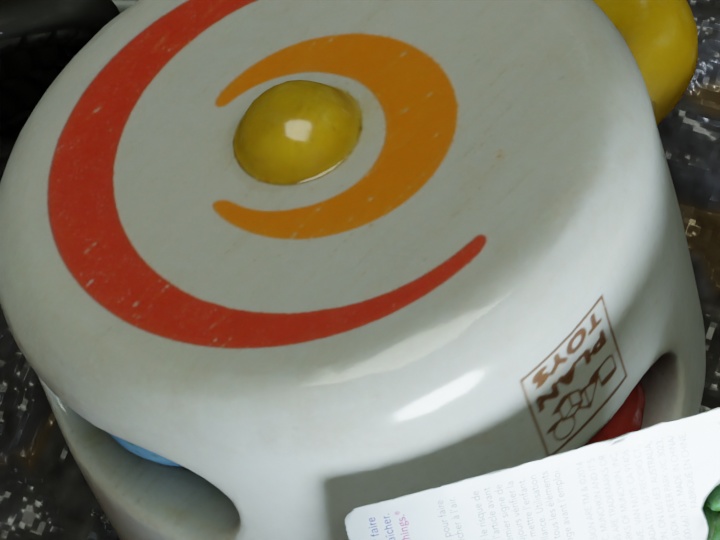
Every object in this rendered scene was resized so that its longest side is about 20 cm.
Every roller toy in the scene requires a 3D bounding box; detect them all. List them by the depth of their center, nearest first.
[{"bbox_3d":[0.000,0.000,0.779,0.200,0.140,0.183,-9,49,11],"label":"roller toy"}]

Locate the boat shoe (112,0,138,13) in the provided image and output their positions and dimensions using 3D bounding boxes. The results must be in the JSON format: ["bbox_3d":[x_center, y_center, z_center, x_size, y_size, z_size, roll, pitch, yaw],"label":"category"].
[{"bbox_3d":[-0.089,-0.093,0.876,0.200,0.057,0.067,-2,47,2],"label":"boat shoe"}]

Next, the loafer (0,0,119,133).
[{"bbox_3d":[-0.169,-0.074,0.814,0.200,0.073,0.071,-7,73,4],"label":"loafer"}]

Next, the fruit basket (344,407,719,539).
[{"bbox_3d":[0.107,0.105,0.752,0.200,0.185,0.094,-13,33,1],"label":"fruit basket"}]
